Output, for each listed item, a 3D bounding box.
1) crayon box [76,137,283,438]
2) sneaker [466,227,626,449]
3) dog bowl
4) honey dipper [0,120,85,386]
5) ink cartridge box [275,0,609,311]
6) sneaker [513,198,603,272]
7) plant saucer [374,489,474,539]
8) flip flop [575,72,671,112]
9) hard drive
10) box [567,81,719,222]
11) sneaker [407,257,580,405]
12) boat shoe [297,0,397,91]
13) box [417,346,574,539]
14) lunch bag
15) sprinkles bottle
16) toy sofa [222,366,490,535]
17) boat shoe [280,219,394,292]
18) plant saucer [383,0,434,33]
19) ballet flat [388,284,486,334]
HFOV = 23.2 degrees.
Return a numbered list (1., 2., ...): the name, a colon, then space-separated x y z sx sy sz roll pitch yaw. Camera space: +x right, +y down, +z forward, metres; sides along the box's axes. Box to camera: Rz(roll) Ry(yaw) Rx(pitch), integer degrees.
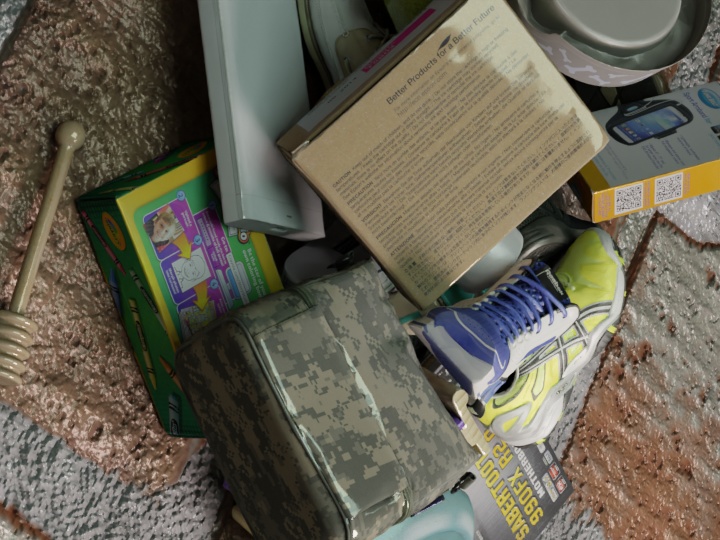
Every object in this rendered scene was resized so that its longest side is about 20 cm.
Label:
1. crayon box: -0.125 0.013 1.350 0.118 0.058 0.202 -31 109 -38
2. sneaker: 0.160 0.053 1.501 0.076 0.075 0.201 27 87 -33
3. dog bowl: 0.224 -0.261 1.622 0.198 0.059 0.202 8 65 -18
4. honey dipper: -0.237 -0.017 1.270 0.038 0.038 0.202 26 68 -38
5. ink cartridge box: 0.062 -0.098 1.338 0.200 0.075 0.165 -41 108 -2
6. sneaker: 0.153 -0.049 1.588 0.115 0.076 0.199 56 22 18
7. plant saucer: 0.021 0.257 1.413 0.199 0.027 0.201 -32 149 -22
8. flip flop: 0.278 -0.161 1.714 0.200 0.081 0.058 39 37 -31
9. hard drive: -0.077 -0.129 1.367 0.132 0.026 0.202 11 70 -63
10. box: 0.285 -0.114 1.626 0.198 0.119 0.042 -13 129 -10
11. sneaker: 0.109 0.037 1.374 0.115 0.199 0.081 -44 79 2
12. boat shoe: 0.003 -0.176 1.454 0.075 0.068 0.202 -37 116 -54
13. box: 0.091 0.170 1.543 0.158 0.048 0.201 -44 117 -32
14. lunch bag: -0.016 0.101 1.289 0.167 0.139 0.201 -26 87 -34
15. sprinkles bottle: 0.044 -0.070 1.415 0.200 0.068 0.068 44 61 -20
16. toy sofa: -0.005 0.154 1.396 0.199 0.083 0.098 -36 115 -14
17. boat shoe: 0.000 0.000 1.460 0.200 0.072 0.066 -38 148 -52
18. plant saucer: 0.062 -0.193 1.470 0.048 0.200 0.201 -22 114 6
19. ballet flat: 0.076 0.018 1.520 0.200 0.069 0.070 -20 103 -65
